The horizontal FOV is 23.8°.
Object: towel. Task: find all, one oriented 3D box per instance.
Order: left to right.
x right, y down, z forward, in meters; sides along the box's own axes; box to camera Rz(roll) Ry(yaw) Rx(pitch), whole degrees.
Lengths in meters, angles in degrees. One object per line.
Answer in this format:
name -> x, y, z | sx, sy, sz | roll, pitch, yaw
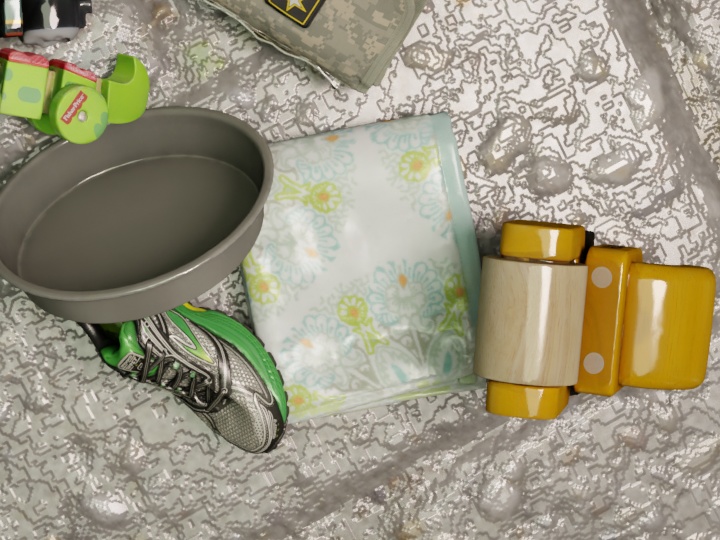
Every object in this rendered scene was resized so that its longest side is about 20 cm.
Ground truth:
towel -> 0.000, 0.000, 1.217 | 0.169, 0.048, 0.203 | -11, 96, -6

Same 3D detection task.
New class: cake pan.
cake pan -> -0.150, -0.036, 1.135 | 0.198, 0.201, 0.037 | -19, 129, -4

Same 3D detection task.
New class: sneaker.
sneaker -> -0.135, 0.060, 1.178 | 0.200, 0.085, 0.078 | 40, 123, -5

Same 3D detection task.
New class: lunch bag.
lunch bag -> -0.016, -0.239, 1.162 | 0.163, 0.118, 0.201 | 30, 97, -8

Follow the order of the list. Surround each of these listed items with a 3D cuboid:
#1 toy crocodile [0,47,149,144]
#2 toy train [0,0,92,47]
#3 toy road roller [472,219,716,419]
toy crocodile -> -0.233, -0.124, 1.140 | 0.198, 0.067, 0.063 | 5, 98, -32
toy train -> -0.240, -0.247, 1.155 | 0.113, 0.085, 0.203 | -4, 96, -16
toy road roller -> 0.164, 0.033, 1.164 | 0.144, 0.200, 0.125 | 6, 94, 15
